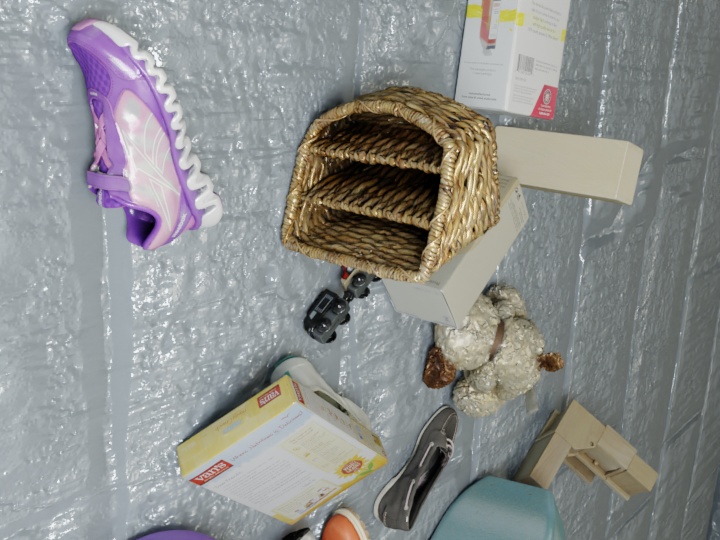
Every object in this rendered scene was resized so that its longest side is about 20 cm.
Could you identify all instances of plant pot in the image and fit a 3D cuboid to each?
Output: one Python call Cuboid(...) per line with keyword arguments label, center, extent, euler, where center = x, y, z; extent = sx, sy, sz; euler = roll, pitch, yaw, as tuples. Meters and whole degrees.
Cuboid(label="plant pot", center=(0.227, 0.444, 1.267), extent=(0.202, 0.192, 0.198), euler=(-61, 141, -34))

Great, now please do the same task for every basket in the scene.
Cuboid(label="basket", center=(0.022, -0.095, 0.809), extent=(0.148, 0.197, 0.145), euler=(-34, 128, -39))

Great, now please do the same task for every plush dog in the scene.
Cuboid(label="plush dog", center=(0.173, 0.101, 1.133), extent=(0.169, 0.160, 0.204), euler=(23, 81, -25))

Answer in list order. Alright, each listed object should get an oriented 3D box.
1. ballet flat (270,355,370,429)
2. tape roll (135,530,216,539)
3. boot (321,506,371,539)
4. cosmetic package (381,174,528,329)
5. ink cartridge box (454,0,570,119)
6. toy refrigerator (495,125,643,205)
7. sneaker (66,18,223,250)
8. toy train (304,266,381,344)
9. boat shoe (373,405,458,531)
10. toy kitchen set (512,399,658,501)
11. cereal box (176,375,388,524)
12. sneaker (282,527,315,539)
Cuboid(label="ballet flat", center=(-0.037, 0.172, 0.926), extent=(0.070, 0.069, 0.201), euler=(-58, 138, -21))
Cuboid(label="tape roll", center=(-0.177, 0.355, 0.761), extent=(0.197, 0.065, 0.205), euler=(-2, 93, -34))
Cuboid(label="boot", center=(-0.043, 0.394, 0.994), extent=(0.106, 0.074, 0.205), euler=(-5, 106, -46))
Cuboid(label="cosmetic package", center=(0.123, -0.033, 1.038), extent=(0.201, 0.102, 0.074), euler=(-53, 136, -28))
Cuboid(label="ink cartridge box", center=(0.204, -0.309, 1.065), extent=(0.144, 0.082, 0.205), euler=(-5, 106, -51))
Cuboid(label="toy refrigerator", center=(0.278, -0.146, 1.119), extent=(0.069, 0.197, 0.078), euler=(6, 97, -52))
Cuboid(label="sneaker", center=(-0.185, -0.097, 0.652), extent=(0.088, 0.080, 0.203), euler=(-41, 132, -26))
Cuboid(label="toy train", center=(0.000, 0.000, 0.940), extent=(0.201, 0.045, 0.034), euler=(-52, 148, -24))
Cuboid(label="boat shoe", center=(0.095, 0.280, 1.140), extent=(0.201, 0.056, 0.068), euler=(-49, 135, -30))
Cuboid(label="toy kitchen set", center=(0.385, 0.383, 1.472), extent=(0.181, 0.199, 0.164), euler=(-48, 176, -30))
Cuboid(label="cereal box", center=(-0.075, 0.194, 0.850), extent=(0.143, 0.040, 0.200), euler=(-33, 139, 10))
Cuboid(label="sneaker", center=(-0.101, 0.379, 0.890), extent=(0.080, 0.074, 0.200), euler=(50, 56, -3))
